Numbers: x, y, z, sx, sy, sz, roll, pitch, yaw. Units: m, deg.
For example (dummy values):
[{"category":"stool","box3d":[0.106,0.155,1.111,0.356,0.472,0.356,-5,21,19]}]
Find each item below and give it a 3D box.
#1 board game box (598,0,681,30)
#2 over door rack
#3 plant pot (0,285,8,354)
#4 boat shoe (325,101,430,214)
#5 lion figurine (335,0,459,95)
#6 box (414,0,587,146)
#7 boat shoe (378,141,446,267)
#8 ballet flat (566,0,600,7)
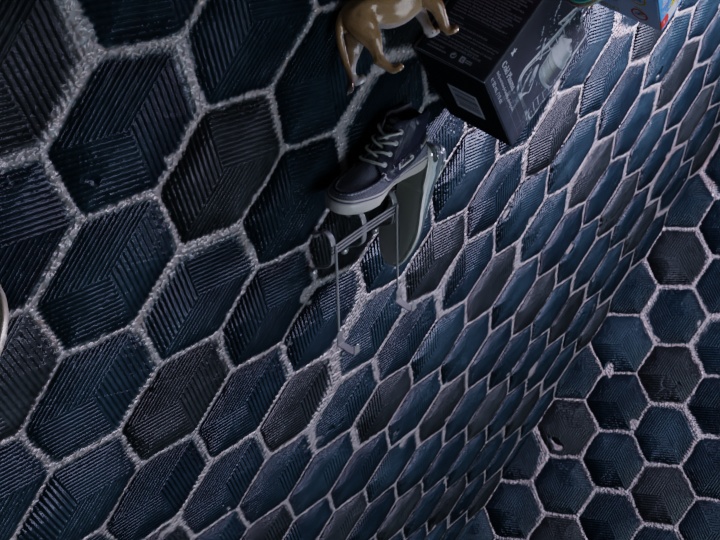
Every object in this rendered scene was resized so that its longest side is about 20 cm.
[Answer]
[{"category":"board game box","box3d":[0.334,-0.434,1.300,0.056,0.199,0.196,-56,155,-2]},{"category":"over door rack","box3d":[0.000,0.000,1.370,0.147,0.066,0.201,-35,127,-36]},{"category":"plant pot","box3d":[-0.379,0.014,0.649,0.200,0.200,0.184,-45,141,-19]},{"category":"boat shoe","box3d":[0.023,-0.154,1.257,0.200,0.074,0.093,-41,145,-43]},{"category":"lion figurine","box3d":[0.034,-0.301,1.087,0.200,0.072,0.123,-39,117,-17]},{"category":"box","box3d":[0.198,-0.312,1.302,0.197,0.124,0.200,-56,154,-4]},{"category":"boat shoe","box3d":[0.081,-0.097,1.410,0.062,0.073,0.201,-17,130,-46]},{"category":"ballet flat","box3d":[0.271,-0.369,0.981,0.201,0.069,0.071,-69,171,25]}]
